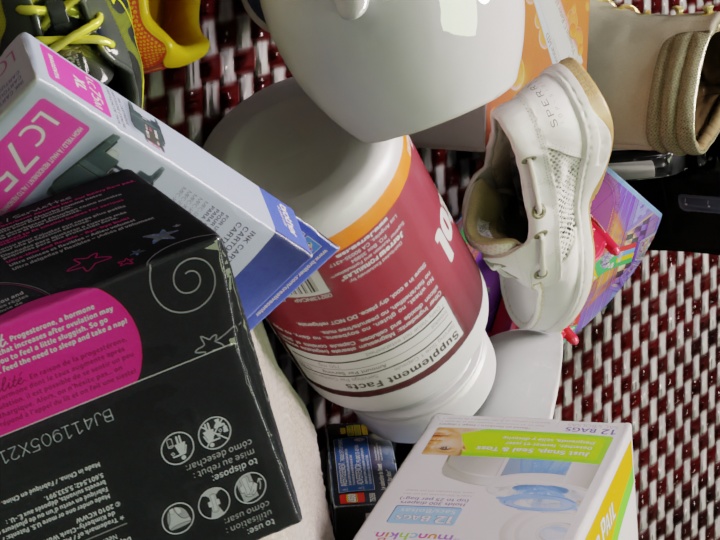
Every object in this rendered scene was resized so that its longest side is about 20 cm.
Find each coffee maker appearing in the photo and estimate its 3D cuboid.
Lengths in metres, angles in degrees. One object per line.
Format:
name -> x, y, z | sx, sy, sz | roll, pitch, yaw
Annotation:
coffee maker -> 0.230, -0.064, 1.494 | 0.135, 0.199, 0.192 | -64, 144, -28

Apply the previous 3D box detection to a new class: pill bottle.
pill bottle -> 0.000, 0.000, 1.208 | 0.113, 0.113, 0.200 | -64, 145, -29

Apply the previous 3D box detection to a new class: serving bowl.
serving bowl -> 0.061, 0.125, 1.330 | 0.200, 0.066, 0.201 | 14, 90, -90

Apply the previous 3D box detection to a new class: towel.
towel -> -0.045, 0.097, 1.130 | 0.200, 0.034, 0.133 | -102, 169, -51

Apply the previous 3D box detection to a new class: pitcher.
pitcher -> -0.006, -0.159, 1.052 | 0.201, 0.121, 0.172 | 68, 21, -12

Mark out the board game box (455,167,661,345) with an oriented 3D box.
board game box -> 0.112, 0.012, 1.381 | 0.158, 0.039, 0.200 | -45, 147, 8

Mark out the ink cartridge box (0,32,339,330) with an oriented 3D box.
ink cartridge box -> -0.108, -0.006, 0.990 | 0.119, 0.042, 0.200 | -43, 134, 16

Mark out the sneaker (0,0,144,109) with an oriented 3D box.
sneaker -> -0.126, -0.117, 0.984 | 0.074, 0.085, 0.201 | -19, 121, -8

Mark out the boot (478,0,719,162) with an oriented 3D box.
boot -> 0.162, -0.149, 1.404 | 0.072, 0.154, 0.201 | 51, 47, -44

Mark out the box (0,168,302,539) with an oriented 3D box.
box -> -0.145, 0.063, 0.890 | 0.199, 0.115, 0.133 | -22, 114, -16

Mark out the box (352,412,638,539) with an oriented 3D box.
box -> 0.063, 0.159, 1.119 | 0.200, 0.112, 0.102 | -50, 138, -60

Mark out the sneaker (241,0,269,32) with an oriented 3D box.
sneaker -> 0.011, -0.204, 1.158 | 0.200, 0.075, 0.085 | -53, -172, -1

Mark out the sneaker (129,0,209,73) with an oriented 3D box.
sneaker -> -0.088, -0.191, 1.066 | 0.073, 0.077, 0.201 | -7, 99, -56

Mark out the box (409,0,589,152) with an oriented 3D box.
box -> 0.061, -0.172, 1.293 | 0.124, 0.097, 0.201 | -12, 106, -57

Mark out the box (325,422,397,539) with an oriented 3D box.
box -> 0.005, 0.198, 1.258 | 0.137, 0.040, 0.201 | -99, -174, -76

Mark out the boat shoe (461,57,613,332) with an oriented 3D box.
boat shoe -> 0.085, -0.031, 1.237 | 0.069, 0.071, 0.200 | -22, 144, -17
